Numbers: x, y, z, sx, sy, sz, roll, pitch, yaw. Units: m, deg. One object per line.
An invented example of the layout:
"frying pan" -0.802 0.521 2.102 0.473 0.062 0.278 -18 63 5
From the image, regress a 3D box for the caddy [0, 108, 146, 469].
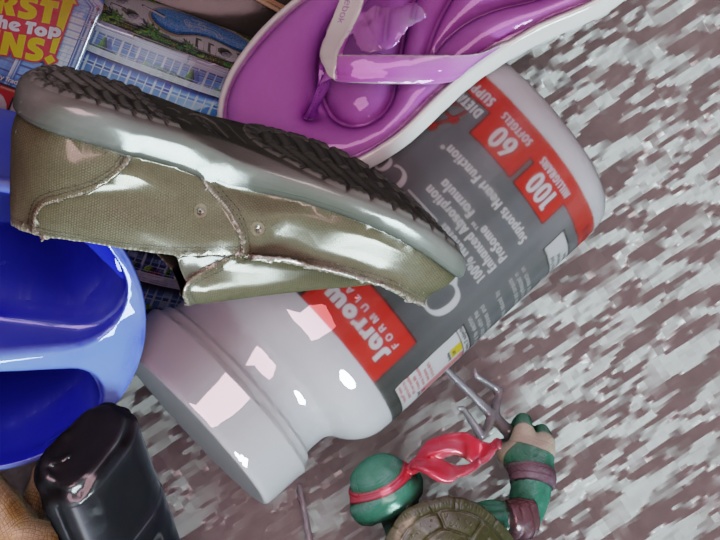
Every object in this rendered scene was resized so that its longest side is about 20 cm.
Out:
"caddy" -0.188 0.009 1.176 0.199 0.105 0.142 7 121 -14

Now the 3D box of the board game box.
"board game box" -0.134 -0.073 1.238 0.199 0.062 0.200 19 117 -12

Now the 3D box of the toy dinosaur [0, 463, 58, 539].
"toy dinosaur" -0.147 0.120 1.272 0.101 0.058 0.201 -26 105 -41

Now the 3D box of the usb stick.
"usb stick" -0.098 0.131 1.243 0.033 0.200 0.056 23 59 26

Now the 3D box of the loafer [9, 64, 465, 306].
"loafer" -0.053 -0.021 1.144 0.200 0.075 0.070 19 104 -21

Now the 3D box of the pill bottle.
"pill bottle" 0.000 0.000 1.250 0.200 0.116 0.116 -43 93 -10

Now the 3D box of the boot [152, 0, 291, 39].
"boot" -0.090 -0.094 1.301 0.200 0.078 0.139 24 109 -10

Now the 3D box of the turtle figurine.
"turtle figurine" 0.038 0.142 1.290 0.149 0.101 0.200 -31 100 4

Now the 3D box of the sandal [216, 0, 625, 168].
"sandal" 0.025 -0.109 1.199 0.202 0.050 0.083 -32 69 -5
